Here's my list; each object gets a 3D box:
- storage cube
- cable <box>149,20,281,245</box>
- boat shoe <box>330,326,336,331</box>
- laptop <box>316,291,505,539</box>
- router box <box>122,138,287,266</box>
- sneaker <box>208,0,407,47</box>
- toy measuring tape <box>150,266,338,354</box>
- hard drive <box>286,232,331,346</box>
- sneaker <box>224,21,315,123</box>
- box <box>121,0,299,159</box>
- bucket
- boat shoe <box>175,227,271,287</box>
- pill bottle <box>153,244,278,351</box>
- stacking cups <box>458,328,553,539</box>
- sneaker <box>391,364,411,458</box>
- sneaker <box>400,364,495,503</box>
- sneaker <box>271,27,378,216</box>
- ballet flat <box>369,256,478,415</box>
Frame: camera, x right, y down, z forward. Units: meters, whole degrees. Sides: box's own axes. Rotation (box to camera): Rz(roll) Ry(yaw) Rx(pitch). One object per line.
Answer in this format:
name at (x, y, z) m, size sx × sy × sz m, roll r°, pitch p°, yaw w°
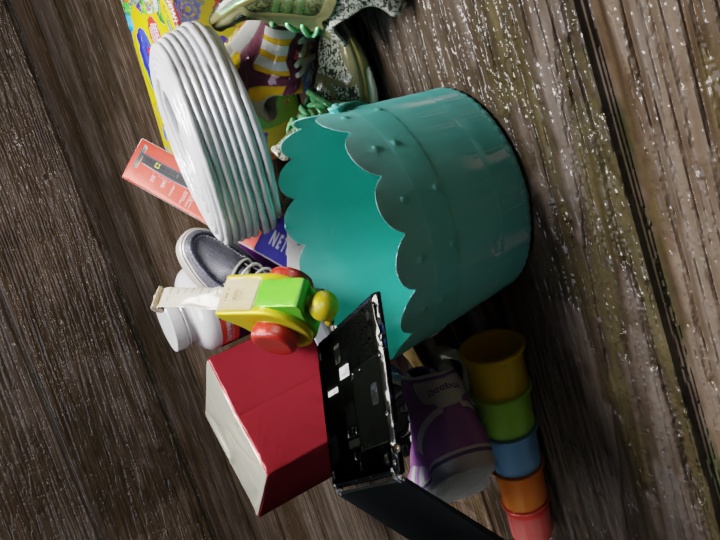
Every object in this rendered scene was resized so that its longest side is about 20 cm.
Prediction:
storage cube at (-0.090, 0.187, 1.101) m, size 0.172 × 0.177 × 0.201 m, roll 56°, pitch 153°, yaw 22°
cable at (-0.135, -0.125, 0.766) m, size 0.201 × 0.068 × 0.203 m, roll 102°, pitch 145°, yaw -67°
boat shoe at (0.000, 0.000, 0.878) m, size 0.075 × 0.072 × 0.204 m, roll 54°, pitch -156°, yaw -68°
laptop at (0.042, 0.135, 0.663) m, size 0.177 × 0.101 × 0.205 m, roll 135°, pitch 130°, yaw -65°
router box at (-0.150, -0.065, 0.961) m, size 0.177 × 0.050 × 0.200 m, roll 28°, pitch 177°, yaw 17°
sneaker at (-0.045, -0.222, 0.705) m, size 0.197 × 0.077 × 0.090 m, roll -8°, pitch 124°, yaw 34°
toy measuring tape at (-0.096, 0.037, 0.734) m, size 0.197 × 0.073 × 0.075 m, roll -3°, pitch 112°, yaw 34°
hard drive at (-0.037, 0.036, 0.914) m, size 0.134 × 0.026 × 0.202 m, roll -96°, pitch -11°, yaw -46°
sneaker at (-0.067, -0.227, 0.812) m, size 0.090 × 0.075 × 0.199 m, roll 45°, pitch 140°, yaw -7°
box at (-0.172, -0.234, 0.976) m, size 0.192 × 0.120 × 0.204 m, roll 24°, pitch 132°, yaw 56°
bucket at (0.033, -0.044, 0.684) m, size 0.207 × 0.133 × 0.210 m, roll 46°, pitch 148°, yaw 40°
boat shoe at (-0.125, 0.011, 0.995) m, size 0.199 × 0.075 × 0.092 m, roll 38°, pitch 150°, yaw -15°
pill bottle at (-0.164, 0.030, 1.093) m, size 0.113 × 0.197 × 0.114 m, roll 46°, pitch 150°, yaw 38°
stacking cups at (0.132, 0.154, 0.745) m, size 0.060 × 0.060 × 0.204 m, roll 26°, pitch 135°, yaw 56°
sneaker at (0.020, 0.134, 0.856) m, size 0.090 × 0.078 × 0.200 m, roll 49°, pitch 178°, yaw 24°
sneaker at (0.071, 0.150, 0.766) m, size 0.202 × 0.071 × 0.116 m, roll 104°, pitch 150°, yaw -61°
sneaker at (-0.039, -0.130, 0.788) m, size 0.077 × 0.087 × 0.204 m, roll 35°, pitch 130°, yaw 46°
ballet flat at (0.074, 0.067, 0.788) m, size 0.063 × 0.068 × 0.202 m, roll -13°, pitch 110°, yaw 57°
